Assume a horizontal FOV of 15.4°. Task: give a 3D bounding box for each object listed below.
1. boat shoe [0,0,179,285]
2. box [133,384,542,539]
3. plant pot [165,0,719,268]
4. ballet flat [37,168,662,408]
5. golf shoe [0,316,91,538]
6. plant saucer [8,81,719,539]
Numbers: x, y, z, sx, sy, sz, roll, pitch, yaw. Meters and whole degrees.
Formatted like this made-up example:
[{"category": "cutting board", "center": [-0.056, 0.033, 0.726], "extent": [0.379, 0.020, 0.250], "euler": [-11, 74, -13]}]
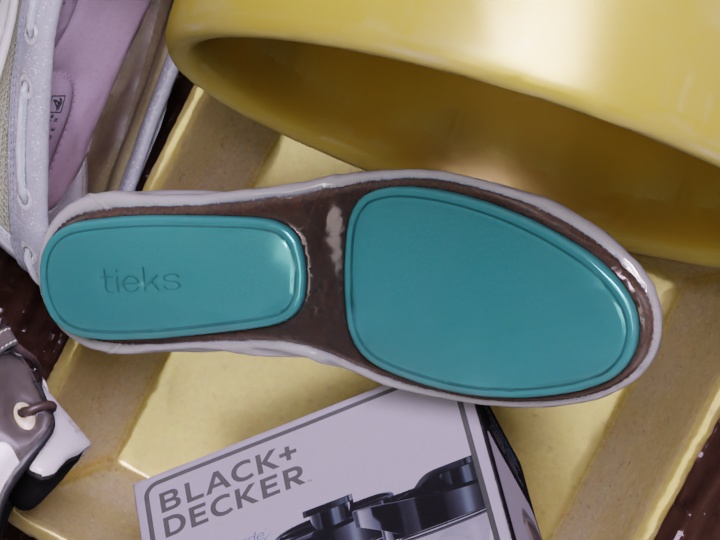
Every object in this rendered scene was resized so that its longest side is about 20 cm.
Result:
[{"category": "boat shoe", "center": [-0.077, -0.088, 0.840], "extent": [0.065, 0.074, 0.202], "euler": [45, 122, 34]}, {"category": "box", "center": [0.005, 0.131, 0.771], "extent": [0.117, 0.200, 0.060], "euler": [-21, 134, 9]}, {"category": "plant pot", "center": [0.067, -0.118, 0.754], "extent": [0.201, 0.201, 0.189], "euler": [18, 82, 5]}, {"category": "ballet flat", "center": [0.000, 0.000, 0.810], "extent": [0.200, 0.069, 0.069], "euler": [4, 95, 20]}, {"category": "golf shoe", "center": [-0.131, 0.031, 0.846], "extent": [0.094, 0.078, 0.200], "euler": [3, 84, -2]}, {"category": "plant saucer", "center": [0.010, 0.036, 0.880], "extent": [0.200, 0.048, 0.200], "euler": [28, 96, 4]}]
